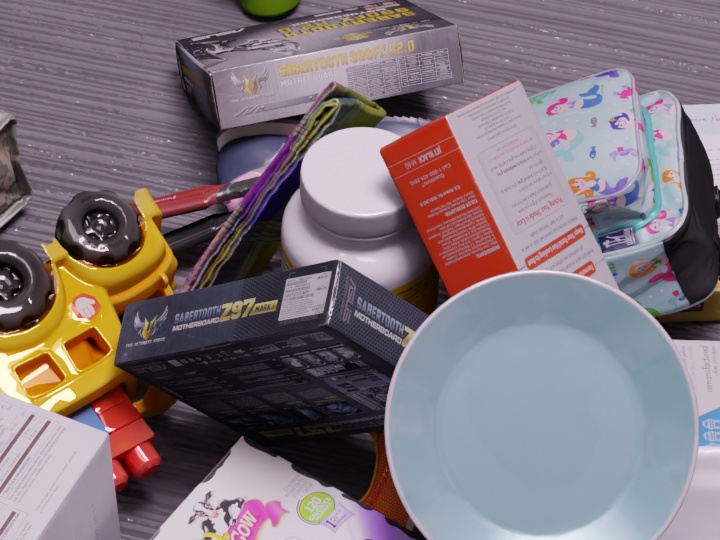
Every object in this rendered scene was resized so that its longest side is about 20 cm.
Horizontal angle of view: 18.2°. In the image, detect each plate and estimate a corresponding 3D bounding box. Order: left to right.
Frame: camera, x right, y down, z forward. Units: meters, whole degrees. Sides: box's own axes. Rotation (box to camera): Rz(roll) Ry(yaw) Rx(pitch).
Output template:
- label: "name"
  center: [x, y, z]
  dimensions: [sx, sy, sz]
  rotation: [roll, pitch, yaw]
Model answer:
- label: "plate"
  center: [0.114, 0.100, 1.421]
  dimensions: [0.199, 0.026, 0.201]
  rotation: [0, 87, -1]

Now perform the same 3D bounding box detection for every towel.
- label: "towel"
  center: [-0.058, -0.043, 1.604]
  dimensions: [0.023, 0.144, 0.200]
  rotation: [38, 97, 11]

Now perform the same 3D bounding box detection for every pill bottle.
- label: "pill bottle"
  center: [0.000, 0.000, 1.576]
  dimensions: [0.112, 0.201, 0.113]
  rotation: [1, 48, -1]

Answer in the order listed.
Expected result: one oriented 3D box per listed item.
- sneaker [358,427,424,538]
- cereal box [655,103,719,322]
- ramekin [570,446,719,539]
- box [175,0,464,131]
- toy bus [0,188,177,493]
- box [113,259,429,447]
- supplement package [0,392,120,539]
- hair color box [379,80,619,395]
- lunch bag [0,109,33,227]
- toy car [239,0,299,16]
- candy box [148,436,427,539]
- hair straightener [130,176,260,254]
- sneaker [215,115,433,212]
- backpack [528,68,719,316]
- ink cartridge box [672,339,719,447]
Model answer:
- label: "sneaker"
  center: [0.047, 0.094, 1.545]
  dimensions: [0.077, 0.073, 0.201]
  rotation: [17, 69, 28]
- label: "cereal box"
  center: [0.281, -0.048, 1.735]
  dimensions: [0.143, 0.040, 0.201]
  rotation: [-2, 48, -3]
- label: "ramekin"
  center: [0.228, 0.221, 1.453]
  dimensions: [0.199, 0.098, 0.201]
  rotation: [1, 48, -1]
- label: "box"
  center: [-0.035, -0.165, 1.778]
  dimensions: [0.199, 0.049, 0.158]
  rotation: [-12, 16, -11]
- label: "toy bus"
  center: [-0.189, 0.064, 1.573]
  dimensions: [0.200, 0.136, 0.192]
  rotation: [-31, 68, -29]
- label: "box"
  center: [-0.040, 0.059, 1.493]
  dimensions: [0.199, 0.157, 0.051]
  rotation: [-11, 57, 41]
- label: "supplement package"
  center: [-0.278, 0.169, 1.450]
  dimensions: [0.199, 0.152, 0.151]
  rotation: [19, 51, 15]
- label: "hair color box"
  center: [0.102, -0.014, 1.497]
  dimensions: [0.111, 0.064, 0.201]
  rotation: [-29, 93, -55]
- label: "lunch bag"
  center: [-0.376, -0.063, 1.684]
  dimensions: [0.164, 0.118, 0.200]
  rotation: [32, 60, 24]
- label: "toy car"
  center: [-0.111, -0.340, 1.917]
  dimensions: [0.200, 0.165, 0.158]
  rotation: [27, 52, 33]
- label: "candy box"
  center: [-0.046, 0.225, 1.459]
  dimensions: [0.199, 0.072, 0.168]
  rotation: [27, 53, 21]
- label: "hair straightener"
  center: [-0.087, -0.034, 1.698]
  dimensions: [0.199, 0.077, 0.041]
  rotation: [-16, 21, 0]
- label: "sneaker"
  center: [-0.012, -0.071, 1.740]
  dimensions: [0.199, 0.070, 0.082]
  rotation: [-2, 63, 3]
- label: "backpack"
  center: [0.150, -0.039, 1.637]
  dimensions: [0.199, 0.151, 0.178]
  rotation: [-21, 37, 22]
- label: "ink cartridge box"
  center: [0.167, 0.110, 1.570]
  dimensions: [0.199, 0.068, 0.115]
  rotation: [1, 46, 1]
